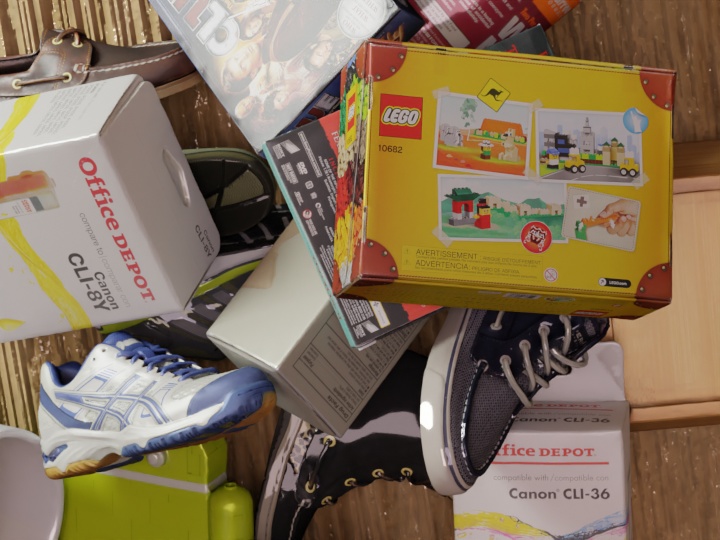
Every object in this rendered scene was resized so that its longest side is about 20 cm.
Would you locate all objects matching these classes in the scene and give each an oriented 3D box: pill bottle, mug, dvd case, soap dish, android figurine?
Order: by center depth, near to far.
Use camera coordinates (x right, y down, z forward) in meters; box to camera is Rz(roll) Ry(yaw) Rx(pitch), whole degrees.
[{"bbox_3d":[0.056,-0.055,1.363,0.200,0.022,0.146,-25,89,-10],"label":"dvd case"},{"bbox_3d":[0.087,-0.200,1.419,0.200,0.110,0.110,-39,95,9],"label":"pill bottle"},{"bbox_3d":[0.221,0.013,1.458,0.157,0.081,0.200,-5,98,4],"label":"soap dish"},{"bbox_3d":[-0.322,0.169,1.463,0.153,0.187,0.150,17,128,31],"label":"mug"},{"bbox_3d":[-0.155,0.164,1.497,0.182,0.041,0.200,10,111,23],"label":"android figurine"}]

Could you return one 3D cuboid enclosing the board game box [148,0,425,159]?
[{"bbox_3d":[-0.062,-0.186,1.407,0.135,0.035,0.200,-46,60,17],"label":"board game box"}]

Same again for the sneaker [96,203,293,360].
[{"bbox_3d":[-0.093,0.015,1.491,0.200,0.074,0.081,-19,116,6],"label":"sneaker"}]

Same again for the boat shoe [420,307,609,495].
[{"bbox_3d":[0.103,0.055,1.361,0.093,0.200,0.075,-6,138,26],"label":"boat shoe"}]

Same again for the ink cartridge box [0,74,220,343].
[{"bbox_3d":[-0.216,-0.036,1.424,0.200,0.083,0.145,-10,121,23],"label":"ink cartridge box"}]

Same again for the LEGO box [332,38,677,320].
[{"bbox_3d":[0.089,-0.054,1.313,0.200,0.077,0.149,5,79,-11],"label":"LEGO box"}]

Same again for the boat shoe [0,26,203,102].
[{"bbox_3d":[-0.209,-0.132,1.466,0.200,0.070,0.070,-15,102,6],"label":"boat shoe"}]

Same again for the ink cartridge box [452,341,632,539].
[{"bbox_3d":[0.122,0.151,1.421,0.116,0.068,0.200,-1,105,11],"label":"ink cartridge box"}]

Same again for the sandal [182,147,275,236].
[{"bbox_3d":[-0.154,-0.059,1.481,0.201,0.057,0.080,2,124,10],"label":"sandal"}]

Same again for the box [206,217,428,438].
[{"bbox_3d":[0.000,0.000,1.417,0.200,0.078,0.095,-52,136,-14],"label":"box"}]

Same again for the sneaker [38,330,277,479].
[{"bbox_3d":[-0.144,0.079,1.400,0.200,0.075,0.088,-16,81,35],"label":"sneaker"}]

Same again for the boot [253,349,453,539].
[{"bbox_3d":[0.011,0.140,1.497,0.150,0.073,0.200,15,94,1],"label":"boot"}]
